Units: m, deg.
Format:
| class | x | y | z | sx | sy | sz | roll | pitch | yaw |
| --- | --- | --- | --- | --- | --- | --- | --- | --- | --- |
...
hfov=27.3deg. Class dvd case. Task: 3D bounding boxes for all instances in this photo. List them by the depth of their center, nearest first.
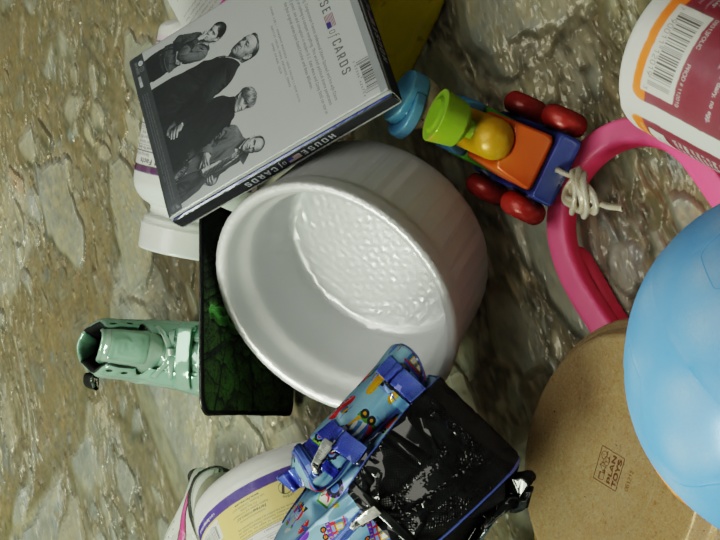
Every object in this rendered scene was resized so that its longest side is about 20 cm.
| class | x | y | z | sx | sy | sz | roll | pitch | yaw |
| --- | --- | --- | --- | --- | --- | --- | --- | --- | --- |
| dvd case | -0.076 | -0.142 | 1.108 | 0.199 | 0.025 | 0.151 | -27 | 62 | 20 |

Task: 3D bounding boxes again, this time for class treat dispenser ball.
| class | x | y | z | sx | sy | sz | roll | pitch | yaw |
| --- | --- | --- | --- | --- | --- | --- | --- | --- | --- |
| treat dispenser ball | 0.242 | 0.052 | 0.797 | 0.200 | 0.200 | 0.203 | -5 | 83 | 44 |

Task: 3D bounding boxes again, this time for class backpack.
| class | x | y | z | sx | sy | sz | roll | pitch | yaw |
| --- | --- | --- | --- | --- | --- | --- | --- | --- | --- |
| backpack | 0.005 | 0.164 | 1.003 | 0.134 | 0.183 | 0.200 | 43 | 89 | 3 |

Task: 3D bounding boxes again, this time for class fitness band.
| class | x | y | z | sx | sy | sz | roll | pitch | yaw |
| --- | --- | --- | --- | --- | --- | --- | --- | --- | --- |
| fitness band | 0.206 | -0.012 | 1.019 | 0.144 | 0.037 | 0.201 | -47 | 58 | 31 |

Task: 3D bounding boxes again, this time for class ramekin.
| class | x | y | z | sx | sy | sz | roll | pitch | yaw |
| --- | --- | --- | --- | --- | --- | --- | --- | --- | --- |
| ramekin | 0.000 | 0.000 | 1.120 | 0.199 | 0.098 | 0.202 | 17 | 129 | 21 |

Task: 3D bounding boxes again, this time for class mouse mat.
| class | x | y | z | sx | sy | sz | roll | pitch | yaw |
| --- | --- | --- | --- | --- | --- | --- | --- | --- | --- |
| mouse mat | -0.089 | 0.037 | 1.201 | 0.007 | 0.200 | 0.162 | -3 | 84 | 17 |

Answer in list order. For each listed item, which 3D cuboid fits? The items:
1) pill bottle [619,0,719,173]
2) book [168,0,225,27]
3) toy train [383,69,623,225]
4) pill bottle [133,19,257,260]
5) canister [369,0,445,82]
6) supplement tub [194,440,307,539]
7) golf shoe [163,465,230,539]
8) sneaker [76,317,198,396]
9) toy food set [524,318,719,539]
| class | x | y | z | sx | sy | sz | roll | pitch | yaw |
| --- | --- | --- | --- | --- | --- | --- | --- | --- | --- |
| pill bottle | 0.267 | -0.100 | 0.912 | 0.200 | 0.114 | 0.115 | 37 | 111 | 39 |
| book | -0.077 | -0.199 | 1.184 | 0.134 | 0.048 | 0.201 | -44 | 60 | 28 |
| toy train | 0.095 | -0.089 | 1.031 | 0.085 | 0.115 | 0.200 | -65 | 21 | 6 |
| pill bottle | -0.139 | -0.113 | 1.311 | 0.112 | 0.112 | 0.202 | 15 | 97 | 44 |
| canister | -0.023 | -0.255 | 1.230 | 0.200 | 0.086 | 0.149 | 40 | 114 | 37 |
| supplement tub | -0.033 | 0.249 | 1.152 | 0.145 | 0.145 | 0.201 | -43 | 59 | 33 |
| golf shoe | -0.142 | 0.273 | 1.313 | 0.092 | 0.072 | 0.201 | 14 | 86 | 50 |
| sneaker | -0.167 | 0.080 | 1.316 | 0.199 | 0.118 | 0.074 | -1 | 84 | 43 |
| toy food set | 0.178 | 0.131 | 0.960 | 0.197 | 0.048 | 0.202 | -1 | 81 | 58 |
